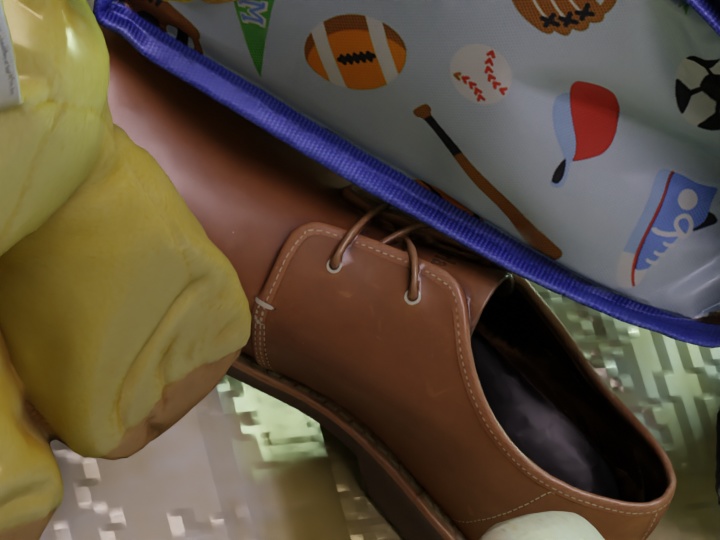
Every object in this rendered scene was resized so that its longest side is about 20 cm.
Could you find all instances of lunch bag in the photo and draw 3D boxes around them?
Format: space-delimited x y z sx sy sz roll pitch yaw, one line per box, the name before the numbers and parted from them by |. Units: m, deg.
lunch bag | 0.066 -0.082 0.737 0.200 0.124 0.170 34 37 5

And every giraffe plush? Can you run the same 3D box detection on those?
giraffe plush | -0.130 -0.039 0.627 0.172 0.201 0.162 -23 50 -35

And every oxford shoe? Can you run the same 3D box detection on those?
oxford shoe | 0.000 0.000 0.732 0.200 0.071 0.071 40 53 -7

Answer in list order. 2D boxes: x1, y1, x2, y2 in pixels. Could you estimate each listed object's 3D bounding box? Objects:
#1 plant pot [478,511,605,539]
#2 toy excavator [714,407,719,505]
plant pot | 0.048 0.160 0.616 0.200 0.201 0.184 -23 68 -39
toy excavator | 0.219 0.026 0.780 0.194 0.200 0.100 33 50 -35
